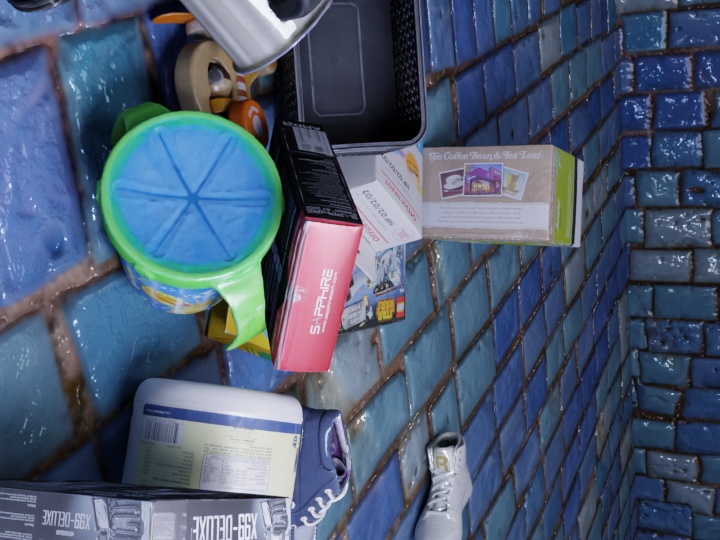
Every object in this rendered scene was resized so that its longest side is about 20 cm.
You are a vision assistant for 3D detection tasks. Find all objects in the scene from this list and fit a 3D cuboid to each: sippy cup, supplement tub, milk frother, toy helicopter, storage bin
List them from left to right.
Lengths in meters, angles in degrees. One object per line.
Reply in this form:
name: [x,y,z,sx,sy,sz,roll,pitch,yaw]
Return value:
milk frother: [-0.137,-0.222,0.703,0.200,0.181,0.188,-43,121,3]
sippy cup: [-0.135,-0.031,0.728,0.131,0.136,0.182,122,-27,-63]
supplement tub: [-0.127,0.198,0.765,0.144,0.142,0.205,23,71,-62]
toy helicopter: [-0.122,-0.188,0.855,0.201,0.077,0.134,-64,138,-58]
storage bin: [-0.014,-0.220,0.942,0.094,0.132,0.205,-171,-104,-72]

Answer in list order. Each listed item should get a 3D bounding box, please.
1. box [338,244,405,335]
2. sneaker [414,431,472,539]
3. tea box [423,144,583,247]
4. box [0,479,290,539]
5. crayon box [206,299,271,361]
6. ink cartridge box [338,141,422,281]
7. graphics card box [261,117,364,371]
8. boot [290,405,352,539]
box: [0.000,0.000,1.129,0.199,0.039,0.140,-4,94,-64]
sneaker: [0.115,0.319,1.362,0.200,0.072,0.118,-58,140,-61]
tea box: [0.211,-0.107,1.378,0.196,0.196,0.137,4,89,-62]
box: [-0.167,0.168,0.618,0.157,0.196,0.051,25,66,-62]
crayon box: [-0.089,0.019,0.935,0.200,0.050,0.130,34,61,-61]
ink cartridge box: [0.019,-0.105,1.067,0.115,0.067,0.204,45,39,-45]
graphics card box: [-0.049,-0.027,0.753,0.201,0.050,0.128,-113,-148,-59]
boot: [-0.053,0.238,0.979,0.073,0.089,0.205,-37,124,-57]
